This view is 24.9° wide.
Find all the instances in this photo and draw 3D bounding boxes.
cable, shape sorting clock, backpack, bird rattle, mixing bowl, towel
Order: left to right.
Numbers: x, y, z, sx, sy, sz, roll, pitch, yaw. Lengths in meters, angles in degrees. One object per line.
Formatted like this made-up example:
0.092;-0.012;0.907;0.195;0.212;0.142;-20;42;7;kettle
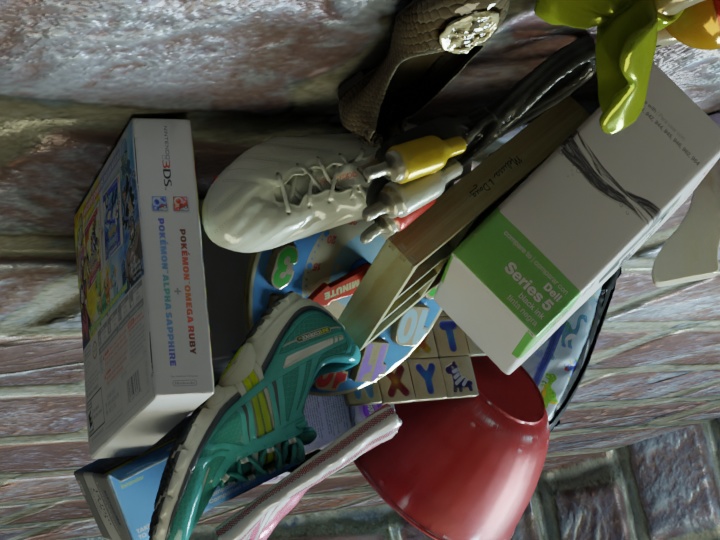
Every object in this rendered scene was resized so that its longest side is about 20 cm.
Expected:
-0.031;0.147;1.150;0.146;0.030;0.200;-37;175;-3;towel
0.000;0.000;1.189;0.199;0.201;0.039;1;-156;-41;shape sorting clock
0.087;0.127;1.385;0.199;0.201;0.109;6;132;-50;mixing bowl
0.076;-0.077;1.039;0.199;0.050;0.097;-26;154;-19;cable
0.159;0.073;1.550;0.153;0.202;0.163;15;159;-12;backpack
0.198;-0.167;0.904;0.199;0.113;0.163;-28;175;12;bird rattle

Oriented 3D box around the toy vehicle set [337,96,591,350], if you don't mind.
0.073;-0.035;1.148;0.200;0.027;0.124;-39;169;-32;toy vehicle set

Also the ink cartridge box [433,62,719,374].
0.153;-0.034;1.150;0.200;0.084;0.146;-43;171;-11;ink cartridge box

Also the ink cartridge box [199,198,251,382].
-0.133;0.033;1.294;0.128;0.126;0.200;-5;165;-23;ink cartridge box

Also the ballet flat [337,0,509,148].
0.036;-0.120;0.985;0.067;0.047;0.200;-3;165;-24;ballet flat

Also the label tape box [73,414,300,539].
-0.127;0.151;1.236;0.142;0.067;0.200;-24;-176;-20;label tape box

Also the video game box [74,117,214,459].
-0.150;0.018;1.098;0.046;0.184;0.200;-3;165;-22;video game box

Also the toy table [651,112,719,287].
0.319;-0.061;1.310;0.198;0.118;0.184;-14;166;16;toy table

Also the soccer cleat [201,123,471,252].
-0.014;-0.060;1.079;0.199;0.070;0.077;-20;-161;-36;soccer cleat

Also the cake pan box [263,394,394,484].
-0.052;0.070;1.355;0.052;0.202;0.184;1;159;-34;cake pan box

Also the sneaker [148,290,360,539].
-0.071;0.105;1.077;0.079;0.201;0.078;35;157;0;sneaker

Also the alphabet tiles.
0.051;0.023;1.314;0.199;0.169;0.008;-1;161;-37;alphabet tiles
